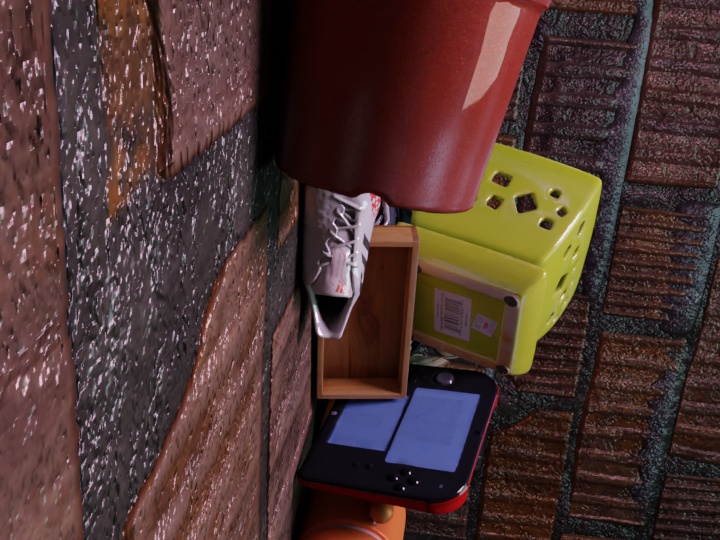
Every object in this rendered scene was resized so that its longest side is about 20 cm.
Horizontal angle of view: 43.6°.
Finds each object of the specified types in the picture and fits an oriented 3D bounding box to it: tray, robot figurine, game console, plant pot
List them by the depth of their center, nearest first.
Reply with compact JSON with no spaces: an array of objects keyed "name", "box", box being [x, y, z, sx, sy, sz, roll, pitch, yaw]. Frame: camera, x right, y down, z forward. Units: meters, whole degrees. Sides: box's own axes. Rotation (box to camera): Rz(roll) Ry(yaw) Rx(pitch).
[{"name":"plant pot","box":[0.029,-0.153,0.630,0.201,0.200,0.196,-63,167,-75]},{"name":"tray","box":[0.004,0.047,0.944,0.037,0.098,0.201,-96,-173,-56]},{"name":"game console","box":[0.046,0.169,0.964,0.200,0.176,0.031,-58,151,-51]},{"name":"robot figurine","box":[-0.011,0.301,0.991,0.200,0.143,0.117,-72,140,-66]},{"name":"plant pot","box":[0.141,-0.009,1.026,0.182,0.198,0.200,-57,157,-36]}]

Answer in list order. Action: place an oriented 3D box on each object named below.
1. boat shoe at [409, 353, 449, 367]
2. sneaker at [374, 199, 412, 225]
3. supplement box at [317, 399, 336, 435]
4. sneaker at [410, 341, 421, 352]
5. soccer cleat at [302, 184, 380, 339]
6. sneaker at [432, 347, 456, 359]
[{"name":"boat shoe","box":[0.066,0.137,1.161,0.072,0.065,0.200,-65,166,4]},{"name":"sneaker","box":[-0.001,-0.001,1.018,0.146,0.077,0.203,40,65,-71]},{"name":"supplement box","box":[0.021,0.198,1.124,0.200,0.126,0.074,40,67,-83]},{"name":"sneaker","box":[0.057,0.070,1.160,0.200,0.079,0.079,-1,117,-50]},{"name":"soccer cleat","box":[-0.021,-0.023,0.806,0.085,0.068,0.200,-85,-179,-45]},{"name":"sneaker","box":[0.176,0.044,1.193,0.200,0.075,0.090,-46,170,2]}]
